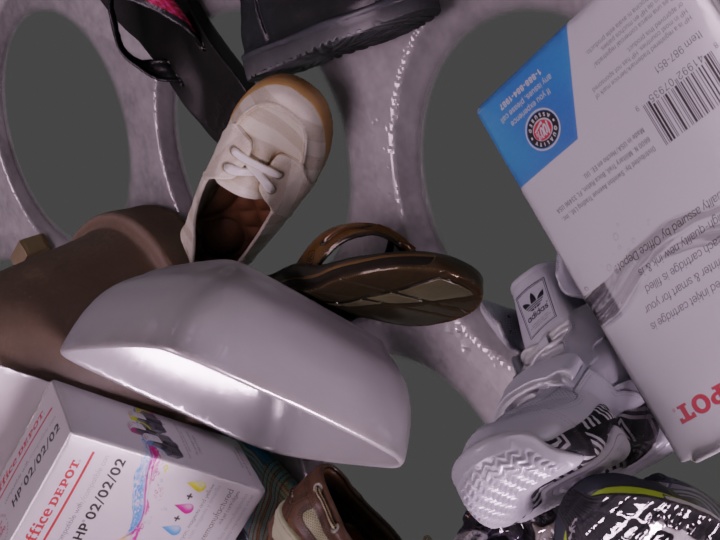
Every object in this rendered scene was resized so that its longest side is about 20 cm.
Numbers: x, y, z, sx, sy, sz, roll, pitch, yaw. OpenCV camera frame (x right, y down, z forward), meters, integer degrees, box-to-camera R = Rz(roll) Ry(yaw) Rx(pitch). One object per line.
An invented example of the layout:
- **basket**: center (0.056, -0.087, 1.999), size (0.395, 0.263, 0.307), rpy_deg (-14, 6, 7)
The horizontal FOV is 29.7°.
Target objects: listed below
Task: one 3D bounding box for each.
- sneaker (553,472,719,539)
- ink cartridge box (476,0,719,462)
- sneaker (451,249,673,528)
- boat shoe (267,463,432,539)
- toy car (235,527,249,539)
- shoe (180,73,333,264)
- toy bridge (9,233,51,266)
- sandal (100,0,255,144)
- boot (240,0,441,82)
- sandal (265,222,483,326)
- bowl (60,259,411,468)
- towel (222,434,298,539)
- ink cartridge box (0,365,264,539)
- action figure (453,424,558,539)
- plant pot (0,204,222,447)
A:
- **sneaker**: center (0.145, 0.136, 0.659), size (0.074, 0.199, 0.081), rpy_deg (-53, 46, 5)
- **ink cartridge box**: center (0.166, -0.035, 0.630), size (0.145, 0.083, 0.202), rpy_deg (-40, 75, 46)
- **sneaker**: center (0.091, 0.053, 0.670), size (0.075, 0.199, 0.116), rpy_deg (-40, 69, 32)
- **boat shoe**: center (0.023, 0.210, 0.899), size (0.202, 0.074, 0.075), rpy_deg (41, 111, 19)
- **toy car**: center (-0.075, 0.289, 0.957), size (0.164, 0.156, 0.203), rpy_deg (24, 117, 52)
- **shoe**: center (-0.072, -0.049, 0.891), size (0.069, 0.054, 0.201), rpy_deg (26, 140, -7)
- **toy bridge**: center (-0.250, 0.064, 1.169), size (0.202, 0.027, 0.067), rpy_deg (59, 139, 13)
- **sandal**: center (-0.139, -0.165, 0.941), size (0.201, 0.045, 0.075), rpy_deg (52, 136, 20)
- **boot**: center (-0.039, -0.227, 0.799), size (0.164, 0.065, 0.203), rpy_deg (-9, 94, 47)
- **sandal**: center (0.000, 0.000, 0.850), size (0.199, 0.081, 0.055), rpy_deg (-9, 64, 59)
- **bowl**: center (-0.074, 0.057, 0.874), size (0.199, 0.198, 0.076), rpy_deg (-8, 57, 56)
- **towel**: center (-0.067, 0.213, 1.034), size (0.200, 0.022, 0.148), rpy_deg (42, 133, 28)
- **ink cartridge box**: center (-0.181, 0.153, 0.927), size (0.116, 0.198, 0.068), rpy_deg (-58, 35, 13)
- **action figure**: center (0.108, 0.188, 0.775), size (0.200, 0.101, 0.120), rpy_deg (48, 146, 21)
- **plant pot**: center (-0.215, 0.059, 1.001), size (0.199, 0.173, 0.204), rpy_deg (11, 105, 47)
